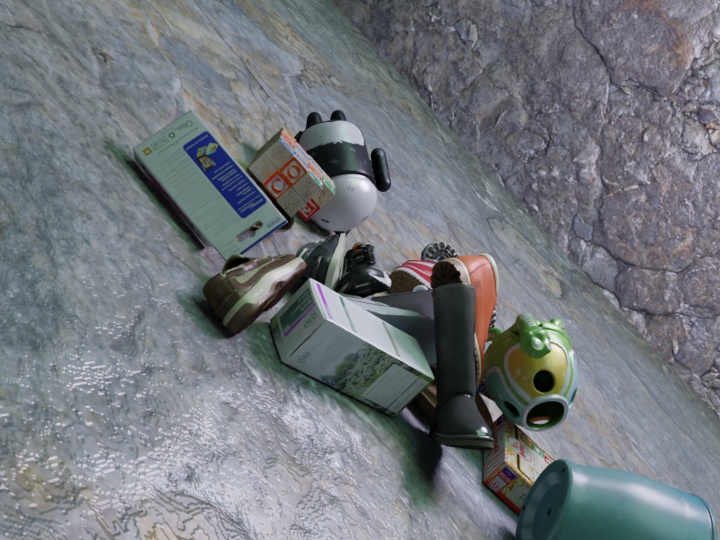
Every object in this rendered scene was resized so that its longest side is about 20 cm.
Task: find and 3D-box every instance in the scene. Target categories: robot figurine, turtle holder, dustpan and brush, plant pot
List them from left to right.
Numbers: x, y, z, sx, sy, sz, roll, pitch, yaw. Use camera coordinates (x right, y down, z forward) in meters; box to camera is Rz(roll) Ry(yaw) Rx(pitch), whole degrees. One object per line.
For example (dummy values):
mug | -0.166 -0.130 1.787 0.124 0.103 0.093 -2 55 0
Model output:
robot figurine | -0.043 -0.161 1.577 0.125 0.149 0.202 29 41 -54
dustpan and brush | 0.106 0.077 1.482 0.201 0.138 0.058 67 22 -43
plant pot | 0.112 0.168 1.386 0.200 0.027 0.200 40 17 -15
turtle holder | 0.253 0.141 1.374 0.139 0.186 0.133 9 43 -20
plant pot | 0.301 0.333 1.195 0.187 0.201 0.200 26 20 -5

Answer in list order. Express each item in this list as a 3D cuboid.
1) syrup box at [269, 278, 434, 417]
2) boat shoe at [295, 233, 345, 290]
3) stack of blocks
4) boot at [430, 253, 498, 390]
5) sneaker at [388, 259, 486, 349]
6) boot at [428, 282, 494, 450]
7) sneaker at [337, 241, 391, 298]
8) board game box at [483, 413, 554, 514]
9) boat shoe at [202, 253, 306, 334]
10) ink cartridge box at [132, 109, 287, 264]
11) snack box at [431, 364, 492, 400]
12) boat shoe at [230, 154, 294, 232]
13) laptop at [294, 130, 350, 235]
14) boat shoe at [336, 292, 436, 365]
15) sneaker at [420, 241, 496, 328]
syrup box | -0.009 0.097 1.186 0.199 0.079 0.082 32 22 -36
boat shoe | -0.056 -0.019 1.364 0.067 0.073 0.200 10 9 3
stack of blocks | -0.093 -0.132 1.356 0.115 0.058 0.200 48 7 -11
boot | 0.160 0.075 1.364 0.075 0.202 0.107 8 18 41
sneaker | 0.136 0.057 1.620 0.200 0.071 0.113 42 21 0
boot | 0.127 0.117 1.214 0.072 0.202 0.182 10 -4 -14
sneaker | 0.000 0.000 1.375 0.200 0.073 0.080 -33 109 -86
board game box | 0.258 0.310 1.359 0.200 0.046 0.152 43 17 -6
boat shoe | -0.125 0.006 1.144 0.075 0.075 0.202 41 18 2
ink cartridge box | -0.188 -0.101 1.208 0.200 0.094 0.037 48 -19 15
snack box | 0.145 0.137 1.446 0.199 0.024 0.072 32 20 -36
boat shoe | -0.154 -0.099 1.313 0.069 0.074 0.199 47 16 29
laptop | -0.077 -0.146 1.702 0.177 0.103 0.200 41 43 -7
boat shoe | 0.030 0.073 1.312 0.198 0.072 0.070 14 19 -20
sneaker | 0.172 0.035 1.724 0.201 0.078 0.089 59 -9 -9
